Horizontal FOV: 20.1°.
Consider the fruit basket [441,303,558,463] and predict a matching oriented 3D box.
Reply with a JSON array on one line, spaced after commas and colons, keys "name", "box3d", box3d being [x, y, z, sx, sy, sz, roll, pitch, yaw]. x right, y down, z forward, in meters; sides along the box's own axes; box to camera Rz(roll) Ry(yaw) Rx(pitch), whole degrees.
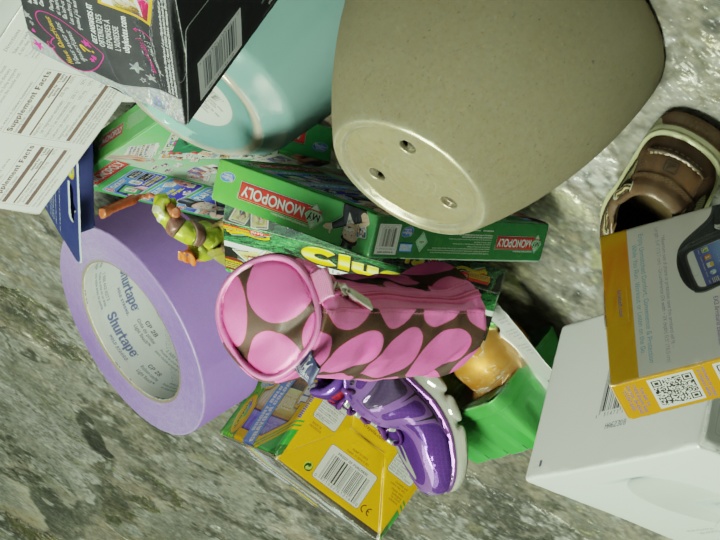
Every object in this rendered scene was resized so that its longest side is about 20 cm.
[{"name": "fruit basket", "box3d": [0.074, 0.050, 1.578, 0.200, 0.094, 0.185, 53, 151, -6]}]

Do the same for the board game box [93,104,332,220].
[{"name": "board game box", "box3d": [-0.125, -0.086, 1.532, 0.134, 0.029, 0.200, 15, 162, -26]}]

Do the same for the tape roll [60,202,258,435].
[{"name": "tape roll", "box3d": [-0.173, 0.038, 1.741, 0.200, 0.066, 0.201, 37, 144, 33]}]

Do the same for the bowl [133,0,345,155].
[{"name": "bowl", "box3d": [-0.090, -0.153, 1.351, 0.200, 0.105, 0.201, 25, 153, 14]}]

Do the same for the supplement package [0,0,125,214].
[{"name": "supplement package", "box3d": [-0.225, -0.163, 1.304, 0.111, 0.156, 0.200, 8, 136, -41]}]

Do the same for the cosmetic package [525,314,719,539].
[{"name": "cosmetic package", "box3d": [0.255, 0.108, 1.359, 0.200, 0.123, 0.199, 25, 158, -22]}]

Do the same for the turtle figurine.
[{"name": "turtle figurine", "box3d": [-0.086, -0.029, 1.539, 0.161, 0.065, 0.200, -11, 164, 40]}]

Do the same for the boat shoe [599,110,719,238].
[{"name": "boat shoe", "box3d": [0.182, -0.022, 1.312, 0.075, 0.075, 0.203, 25, 154, 14]}]

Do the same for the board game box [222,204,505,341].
[{"name": "board game box", "box3d": [0.000, 0.000, 1.445, 0.199, 0.024, 0.105, 15, 157, 4]}]

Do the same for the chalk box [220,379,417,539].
[{"name": "chalk box", "box3d": [-0.026, 0.131, 1.739, 0.124, 0.124, 0.200, 39, 171, -19]}]

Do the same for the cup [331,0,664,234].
[{"name": "cup", "box3d": [0.061, -0.108, 1.217, 0.200, 0.143, 0.200, 26, 154, 14]}]

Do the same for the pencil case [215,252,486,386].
[{"name": "pencil case", "box3d": [0.003, 0.030, 1.306, 0.094, 0.200, 0.091, -40, 68, 28]}]

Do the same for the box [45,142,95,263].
[{"name": "box", "box3d": [-0.240, -0.112, 1.533, 0.200, 0.032, 0.121, 57, 154, 33]}]

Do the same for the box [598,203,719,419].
[{"name": "box", "box3d": [0.241, 0.008, 1.182, 0.199, 0.119, 0.042, -14, 136, 18]}]

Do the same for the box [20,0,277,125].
[{"name": "box", "box3d": [-0.097, -0.209, 1.146, 0.114, 0.200, 0.132, 27, 154, 13]}]

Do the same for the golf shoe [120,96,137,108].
[{"name": "golf shoe", "box3d": [-0.194, -0.191, 1.431, 0.094, 0.078, 0.200, -4, 138, 51]}]

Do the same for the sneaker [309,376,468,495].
[{"name": "sneaker", "box3d": [0.006, 0.092, 1.542, 0.200, 0.083, 0.081, 57, 150, -9]}]

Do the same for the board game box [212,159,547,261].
[{"name": "board game box", "box3d": [0.016, -0.039, 1.358, 0.134, 0.029, 0.200, 20, -169, 36]}]
